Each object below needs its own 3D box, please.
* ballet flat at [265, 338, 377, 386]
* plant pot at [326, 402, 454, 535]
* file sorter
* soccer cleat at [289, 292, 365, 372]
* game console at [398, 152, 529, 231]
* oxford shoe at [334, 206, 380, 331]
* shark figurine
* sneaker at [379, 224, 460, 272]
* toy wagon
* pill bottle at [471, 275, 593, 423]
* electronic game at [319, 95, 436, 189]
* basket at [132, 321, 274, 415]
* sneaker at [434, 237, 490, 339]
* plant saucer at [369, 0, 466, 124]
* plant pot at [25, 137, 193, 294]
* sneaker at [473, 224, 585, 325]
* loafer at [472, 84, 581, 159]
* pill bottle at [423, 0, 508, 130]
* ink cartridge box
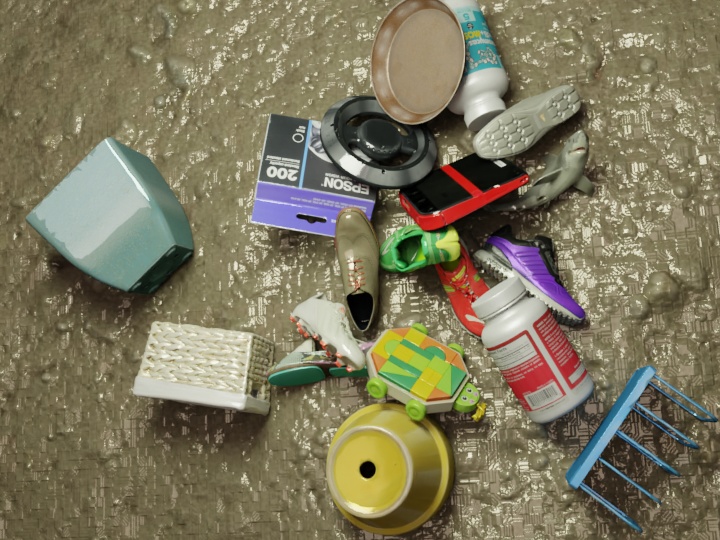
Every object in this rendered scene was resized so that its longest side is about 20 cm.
[{"bbox_3d":[-0.057,0.144,1.478,0.197,0.069,0.072,-7,60,8],"label":"ballet flat"},{"bbox_3d":[0.032,0.297,1.360,0.197,0.189,0.204,-3,79,14],"label":"plant pot"},{"bbox_3d":[0.403,0.256,1.306,0.122,0.139,0.201,34,89,13],"label":"file sorter"},{"bbox_3d":[-0.042,0.091,1.436,0.077,0.070,0.199,-41,37,-11],"label":"soccer cleat"},{"bbox_3d":[0.154,-0.128,1.406,0.175,0.200,0.031,-23,112,-2],"label":"game console"},{"bbox_3d":[0.000,0.000,1.428,0.069,0.075,0.203,-9,115,6],"label":"oxford shoe"},{"bbox_3d":[0.284,-0.148,1.450,0.213,0.128,0.090,-32,48,24],"label":"shark figurine"},{"bbox_3d":[0.075,-0.036,1.407,0.082,0.199,0.075,-8,86,-28],"label":"sneaker"},{"bbox_3d":[0.108,0.162,1.394,0.198,0.040,0.155,27,45,16],"label":"toy wagon"},{"bbox_3d":[0.252,0.116,1.352,0.111,0.112,0.202,-32,92,6],"label":"pill bottle"},{"bbox_3d":[0.030,-0.212,1.479,0.197,0.042,0.202,9,53,-12],"label":"electronic game"},{"bbox_3d":[-0.250,0.159,1.481,0.197,0.136,0.125,5,79,14],"label":"basket"},{"bbox_3d":[0.159,0.021,1.431,0.076,0.085,0.202,-33,74,7],"label":"sneaker"},{"bbox_3d":[0.097,-0.336,1.452,0.198,0.034,0.204,2,93,44],"label":"plant saucer"},{"bbox_3d":[-0.399,-0.069,1.534,0.196,0.196,0.200,-42,82,3],"label":"plant pot"},{"bbox_3d":[0.282,-0.002,1.415,0.199,0.070,0.100,37,82,14],"label":"sneaker"},{"bbox_3d":[0.259,-0.232,1.437,0.198,0.070,0.071,-27,100,-15],"label":"loafer"},{"bbox_3d":[0.174,-0.334,1.478,0.109,0.111,0.203,-21,77,9],"label":"pill bottle"},{"bbox_3d":[-0.069,-0.154,1.478,0.195,0.044,0.203,9,61,-5],"label":"ink cartridge box"}]
